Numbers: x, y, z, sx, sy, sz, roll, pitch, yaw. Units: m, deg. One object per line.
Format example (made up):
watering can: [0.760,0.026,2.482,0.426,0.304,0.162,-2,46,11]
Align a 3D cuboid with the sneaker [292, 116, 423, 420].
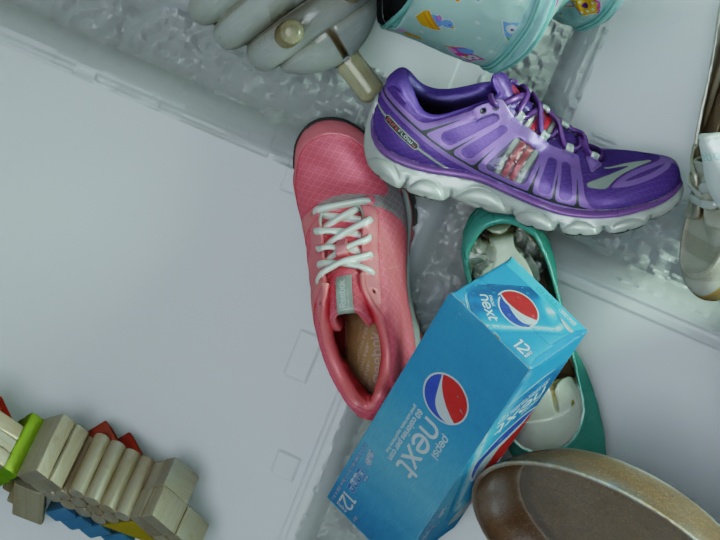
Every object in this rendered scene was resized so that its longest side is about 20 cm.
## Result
sneaker: [0.000,0.000,1.288,0.074,0.087,0.201,-13,91,12]

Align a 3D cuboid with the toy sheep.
toy sheep: [-0.050,-0.187,1.262,0.138,0.138,0.200,-30,95,12]

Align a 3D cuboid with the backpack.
backpack: [0.093,-0.213,1.198,0.153,0.176,0.200,28,85,-10]

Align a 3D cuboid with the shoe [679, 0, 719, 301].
shoe: [0.223,-0.082,1.240,0.053,0.070,0.201,15,90,-24]

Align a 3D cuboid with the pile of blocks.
pile of blocks: [-0.192,0.130,1.361,0.200,0.082,0.062,23,56,0]

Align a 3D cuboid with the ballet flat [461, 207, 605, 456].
ballet flat: [0.103,0.053,1.279,0.067,0.070,0.201,-15,92,11]

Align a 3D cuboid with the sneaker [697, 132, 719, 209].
sneaker: [0.281,-0.101,1.190,0.200,0.075,0.089,-36,106,-18]

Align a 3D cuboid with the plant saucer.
plant saucer: [0.161,0.171,1.237,0.200,0.200,0.035,33,63,8]

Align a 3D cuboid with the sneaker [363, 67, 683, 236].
sneaker: [0.101,-0.076,1.250,0.199,0.081,0.084,12,114,4]

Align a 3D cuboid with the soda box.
soda box: [0.056,0.089,1.244,0.068,0.064,0.200,44,133,17]
